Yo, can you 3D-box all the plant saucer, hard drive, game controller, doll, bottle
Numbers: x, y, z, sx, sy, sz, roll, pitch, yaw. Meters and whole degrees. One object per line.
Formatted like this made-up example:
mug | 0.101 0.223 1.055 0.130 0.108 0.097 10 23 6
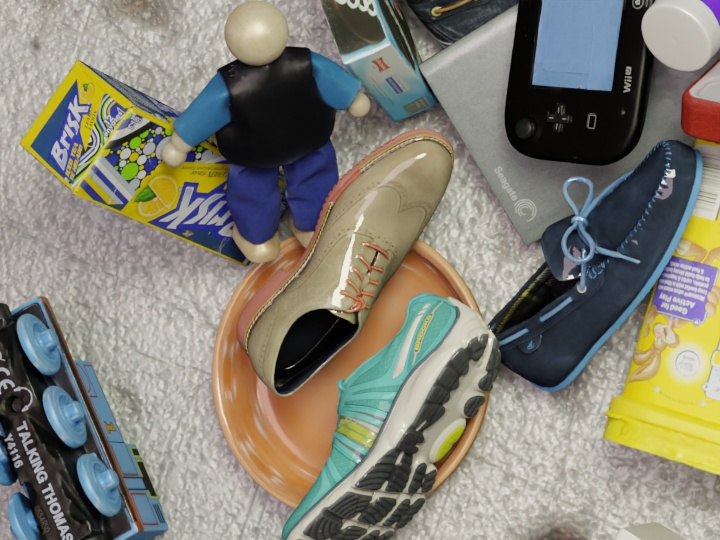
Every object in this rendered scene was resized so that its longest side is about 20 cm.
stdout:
plant saucer | -0.004 0.068 1.403 0.199 0.037 0.202 -2 83 20
hard drive | 0.157 -0.125 1.343 0.199 0.033 0.140 -30 94 16
game controller | 0.142 -0.166 1.283 0.104 0.042 0.201 10 94 51
doll | -0.060 -0.087 1.317 0.136 0.201 0.049 -12 49 -7
bottle | 0.239 -0.195 1.260 0.065 0.084 0.200 11 46 39

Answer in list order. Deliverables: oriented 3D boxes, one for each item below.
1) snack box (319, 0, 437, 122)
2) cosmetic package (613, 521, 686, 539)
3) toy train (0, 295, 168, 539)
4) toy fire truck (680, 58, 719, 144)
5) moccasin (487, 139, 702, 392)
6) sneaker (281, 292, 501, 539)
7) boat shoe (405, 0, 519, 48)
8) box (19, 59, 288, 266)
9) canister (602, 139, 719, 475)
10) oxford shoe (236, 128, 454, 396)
snack box | -0.010 -0.208 1.374 0.037 0.116 0.201 -24 70 10
cosmetic package | 0.154 0.262 1.290 0.085 0.108 0.201 31 98 19
toy train | -0.212 0.115 1.434 0.086 0.114 0.201 -28 77 12
toy fire truck | 0.303 -0.122 1.237 0.167 0.200 0.113 17 131 30
moccasin | 0.141 -0.002 1.296 0.068 0.081 0.200 25 120 -11
sneaker | 0.014 0.105 1.347 0.080 0.077 0.200 40 96 40
boat shoe | 0.111 -0.226 1.349 0.200 0.091 0.071 -39 45 13
box | -0.128 -0.068 1.371 0.064 0.200 0.070 41 99 33
canister | 0.249 0.029 1.288 0.148 0.086 0.201 16 89 21
oxford shoe | 0.000 0.000 1.339 0.200 0.070 0.075 -53 31 17
